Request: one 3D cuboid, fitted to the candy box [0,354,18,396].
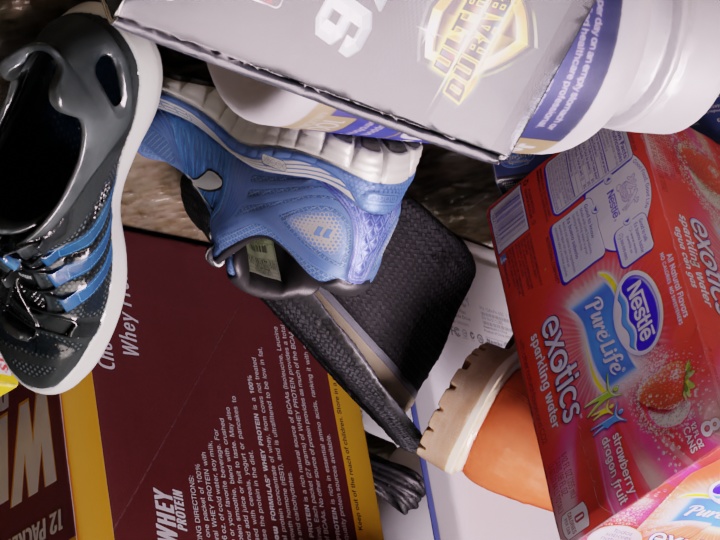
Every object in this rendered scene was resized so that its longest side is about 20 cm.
[{"bbox_3d":[-0.249,0.048,1.200,0.200,0.102,0.026,-29,155,37],"label":"candy box"}]

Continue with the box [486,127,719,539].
[{"bbox_3d":[0.137,0.035,1.057,0.095,0.200,0.100,25,129,-35],"label":"box"}]

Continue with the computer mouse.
[{"bbox_3d":[0.003,0.078,1.394,0.110,0.044,0.200,32,149,9],"label":"computer mouse"}]

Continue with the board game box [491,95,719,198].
[{"bbox_3d":[0.157,-0.042,1.213,0.200,0.062,0.200,-9,156,-4],"label":"board game box"}]

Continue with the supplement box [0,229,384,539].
[{"bbox_3d":[-0.113,0.098,1.247,0.200,0.198,0.133,11,148,-40],"label":"supplement box"}]

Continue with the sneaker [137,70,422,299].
[{"bbox_3d":[-0.052,-0.036,1.034,0.078,0.089,0.200,6,-170,-32],"label":"sneaker"}]

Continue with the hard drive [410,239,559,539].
[{"bbox_3d":[0.075,0.081,1.280,0.025,0.200,0.132,-27,151,34],"label":"hard drive"}]

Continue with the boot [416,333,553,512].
[{"bbox_3d":[0.108,0.074,1.169,0.075,0.107,0.200,-68,167,22],"label":"boot"}]

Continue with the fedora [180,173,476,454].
[{"bbox_3d":[0.000,0.000,1.171,0.092,0.201,0.201,-42,154,-3],"label":"fedora"}]

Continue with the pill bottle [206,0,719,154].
[{"bbox_3d":[0.048,-0.108,0.952,0.200,0.120,0.120,5,152,-29],"label":"pill bottle"}]

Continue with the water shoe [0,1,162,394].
[{"bbox_3d":[-0.145,-0.025,1.038,0.079,0.071,0.200,-32,144,-50],"label":"water shoe"}]

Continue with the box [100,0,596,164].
[{"bbox_3d":[0.023,-0.150,0.792,0.159,0.046,0.200,19,113,-26],"label":"box"}]

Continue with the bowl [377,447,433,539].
[{"bbox_3d":[0.099,0.148,1.525,0.201,0.090,0.201,17,-169,-3],"label":"bowl"}]
